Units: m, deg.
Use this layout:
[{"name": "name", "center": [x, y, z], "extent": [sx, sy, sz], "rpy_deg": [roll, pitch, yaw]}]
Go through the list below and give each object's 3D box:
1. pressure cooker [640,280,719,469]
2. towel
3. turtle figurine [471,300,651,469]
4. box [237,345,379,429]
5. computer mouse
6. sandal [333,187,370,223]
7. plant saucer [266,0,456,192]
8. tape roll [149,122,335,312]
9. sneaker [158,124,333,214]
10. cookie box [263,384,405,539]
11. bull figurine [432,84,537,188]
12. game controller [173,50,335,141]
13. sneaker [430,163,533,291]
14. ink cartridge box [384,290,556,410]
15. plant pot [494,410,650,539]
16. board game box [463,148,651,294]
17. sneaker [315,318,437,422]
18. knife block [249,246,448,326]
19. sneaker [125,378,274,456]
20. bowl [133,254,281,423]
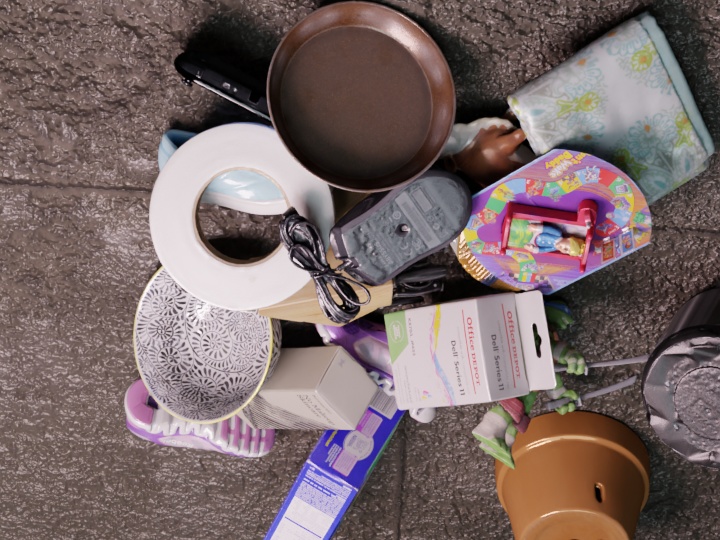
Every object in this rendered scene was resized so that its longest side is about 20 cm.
[{"name": "pressure cooker", "center": [0.419, 0.107, 1.748], "extent": [0.175, 0.200, 0.179], "rpy_deg": [-19, 102, 30]}, {"name": "towel", "center": [0.266, -0.146, 1.613], "extent": [0.171, 0.048, 0.200], "rpy_deg": [-33, 121, -1]}, {"name": "turtle figurine", "center": [0.229, 0.144, 1.795], "extent": [0.200, 0.144, 0.194], "rpy_deg": [37, 80, -12]}, {"name": "box", "center": [-0.078, 0.141, 1.852], "extent": [0.200, 0.069, 0.082], "rpy_deg": [-7, 134, 50]}, {"name": "computer mouse", "center": [0.024, -0.046, 1.635], "extent": [0.199, 0.053, 0.139], "rpy_deg": [-29, 110, 7]}, {"name": "sandal", "center": [0.000, -0.087, 1.731], "extent": [0.069, 0.078, 0.212], "rpy_deg": [-1, 144, -34]}, {"name": "plant saucer", "center": [-0.001, -0.176, 1.595], "extent": [0.200, 0.201, 0.034], "rpy_deg": [21, 167, -11]}, {"name": "tape roll", "center": [-0.126, -0.058, 1.663], "extent": [0.202, 0.037, 0.204], "rpy_deg": [0, 98, 0]}, {"name": "sneaker", "center": [-0.129, -0.115, 1.698], "extent": [0.199, 0.074, 0.082], "rpy_deg": [4, 132, 7]}, {"name": "cookie box", "center": [-0.032, 0.254, 1.912], "extent": [0.075, 0.171, 0.200], "rpy_deg": [31, 134, 4]}, {"name": "bull figurine", "center": [0.162, -0.121, 1.672], "extent": [0.121, 0.065, 0.200], "rpy_deg": [-37, 122, 22]}, {"name": "game controller", "center": [-0.105, -0.176, 1.636], "extent": [0.199, 0.104, 0.042], "rpy_deg": [27, 91, -15]}, {"name": "sneaker", "center": [0.120, -0.060, 1.710], "extent": [0.200, 0.088, 0.075], "rpy_deg": [40, 118, -16]}, {"name": "ink cartridge box", "center": [0.120, 0.090, 1.736], "extent": [0.067, 0.118, 0.200], "rpy_deg": [-7, 177, -40]}, {"name": "plant pot", "center": [0.266, 0.295, 1.948], "extent": [0.199, 0.140, 0.201], "rpy_deg": [4, 129, 4]}, {"name": "board game box", "center": [0.202, -0.038, 1.622], "extent": [0.200, 0.039, 0.158], "rpy_deg": [-29, 121, 31]}, {"name": "sneaker", "center": [0.035, 0.092, 1.855], "extent": [0.200, 0.081, 0.089], "rpy_deg": [37, 109, -16]}, {"name": "knife block", "center": [0.000, 0.000, 1.734], "extent": [0.175, 0.064, 0.200], "rpy_deg": [-29, 154, 36]}, {"name": "sneaker", "center": [-0.208, 0.192, 1.952], "extent": [0.199, 0.081, 0.088], "rpy_deg": [16, 149, -17]}, {"name": "bowl", "center": [-0.162, 0.078, 1.827], "extent": [0.200, 0.201, 0.094], "rpy_deg": [-30, 164, 26]}]
